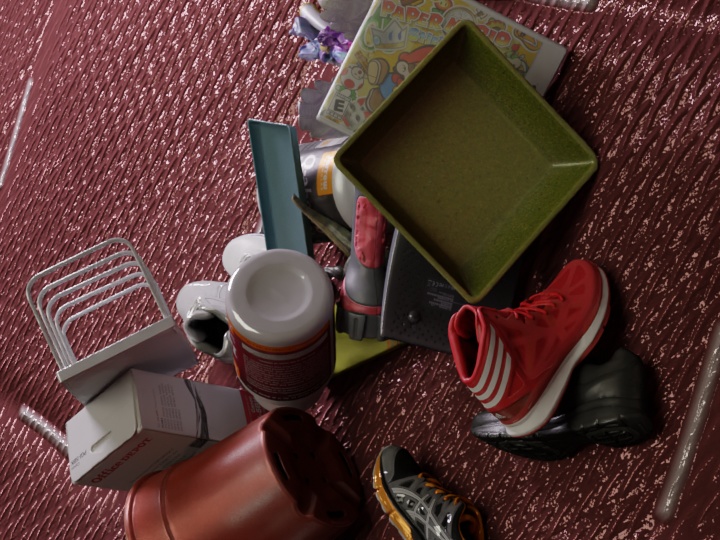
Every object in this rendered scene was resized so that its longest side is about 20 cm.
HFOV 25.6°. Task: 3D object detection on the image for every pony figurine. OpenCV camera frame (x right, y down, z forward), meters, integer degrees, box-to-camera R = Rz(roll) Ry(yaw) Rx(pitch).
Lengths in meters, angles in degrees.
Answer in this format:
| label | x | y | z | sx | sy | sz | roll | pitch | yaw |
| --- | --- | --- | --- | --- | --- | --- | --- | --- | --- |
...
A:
| label | x | y | z | sx | sy | sz | roll | pitch | yaw |
| --- | --- | --- | --- | --- | --- | --- | --- | --- | --- |
| pony figurine | 0.005 | -0.231 | 1.721 | 0.200 | 0.193 | 0.167 | 43 | 121 | 51 |

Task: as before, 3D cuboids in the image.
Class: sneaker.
| label | x | y | z | sx | sy | sz | roll | pitch | yaw |
| --- | --- | --- | --- | --- | --- | --- | --- | --- | --- |
| sneaker | 0.191 | 0.126 | 1.493 | 0.200 | 0.076 | 0.091 | -14 | 59 | 39 |
| sneaker | 0.079 | 0.248 | 1.581 | 0.077 | 0.078 | 0.200 | -43 | 52 | 15 |
| sneaker | 0.154 | 0.043 | 1.454 | 0.078 | 0.116 | 0.200 | -22 | 33 | 46 |
| sneaker | -0.178 | 0.058 | 1.907 | 0.200 | 0.099 | 0.078 | 30 | 102 | 49 |
| sneaker | -0.113 | -0.003 | 1.872 | 0.200 | 0.071 | 0.073 | 21 | 95 | 50 |

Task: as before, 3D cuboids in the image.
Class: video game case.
| label | x | y | z | sx | sy | sz | roll | pitch | yaw |
| --- | --- | --- | --- | --- | --- | --- | --- | --- | --- |
| video game case | 0.083 | -0.191 | 1.625 | 0.182 | 0.200 | 0.023 | -63 | 2 | 12 |

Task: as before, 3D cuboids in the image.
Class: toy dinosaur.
| label | x | y | z | sx | sy | sz | roll | pitch | yaw |
| --- | --- | --- | --- | --- | --- | --- | --- | --- | --- |
| toy dinosaur | 0.000 | 0.000 | 1.697 | 0.200 | 0.047 | 0.088 | 32 | 122 | 11 |

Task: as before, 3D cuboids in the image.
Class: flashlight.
| label | x | y | z | sx | sy | sz | roll | pitch | yaw |
| --- | --- | --- | --- | --- | --- | --- | --- | --- | --- |
| flashlight | 0.013 | -0.030 | 1.620 | 0.068 | 0.068 | 0.200 | 13 | 111 | 23 |

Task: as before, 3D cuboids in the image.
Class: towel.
| label | x | y | z | sx | sy | sz | roll | pitch | yaw |
| --- | --- | --- | --- | --- | --- | --- | --- | --- | --- |
| towel | 0.016 | 0.057 | 1.749 | 0.200 | 0.018 | 0.086 | -28 | 55 | 42 |

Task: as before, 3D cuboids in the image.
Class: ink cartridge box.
| label | x | y | z | sx | sy | sz | roll | pitch | yaw |
| --- | --- | --- | --- | --- | --- | --- | --- | --- | --- |
| ink cartridge box | -0.218 | 0.194 | 1.834 | 0.147 | 0.200 | 0.083 | -38 | 52 | 35 |

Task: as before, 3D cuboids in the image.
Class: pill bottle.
| label | x | y | z | sx | sy | sz | roll | pitch | yaw |
| --- | --- | --- | --- | --- | --- | --- | --- | --- | --- |
| pill bottle | -0.082 | 0.073 | 1.692 | 0.200 | 0.113 | 0.113 | 89 | 167 | -58 |
| pill bottle | -0.013 | -0.091 | 1.749 | 0.200 | 0.116 | 0.117 | -6 | 74 | 49 |

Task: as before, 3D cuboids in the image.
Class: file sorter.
| label | x | y | z | sx | sy | sz | roll | pitch | yaw |
| --- | --- | --- | --- | --- | --- | --- | --- | --- | --- |
| file sorter | -0.282 | 0.063 | 1.801 | 0.139 | 0.200 | 0.125 | -26 | 75 | -5 |

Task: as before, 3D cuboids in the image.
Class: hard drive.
| label | x | y | z | sx | sy | sz | roll | pitch | yaw |
| --- | --- | --- | --- | --- | --- | --- | --- | --- | --- |
| hard drive | 0.093 | -0.018 | 1.586 | 0.042 | 0.135 | 0.200 | 174 | 110 | -72 |

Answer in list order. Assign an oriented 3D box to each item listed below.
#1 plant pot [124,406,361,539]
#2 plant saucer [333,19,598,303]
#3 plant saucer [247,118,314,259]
| label | x | y | z | sx | sy | sz | roll | pitch | yaw |
| --- | --- | --- | --- | --- | --- | --- | --- | --- | --- |
| plant pot | -0.116 | 0.258 | 1.719 | 0.195 | 0.201 | 0.201 | -38 | 52 | 26 |
| plant saucer | 0.098 | -0.104 | 1.535 | 0.200 | 0.200 | 0.048 | -47 | 11 | -14 |
| plant saucer | -0.082 | -0.068 | 1.732 | 0.070 | 0.019 | 0.200 | 13 | 119 | 43 |
